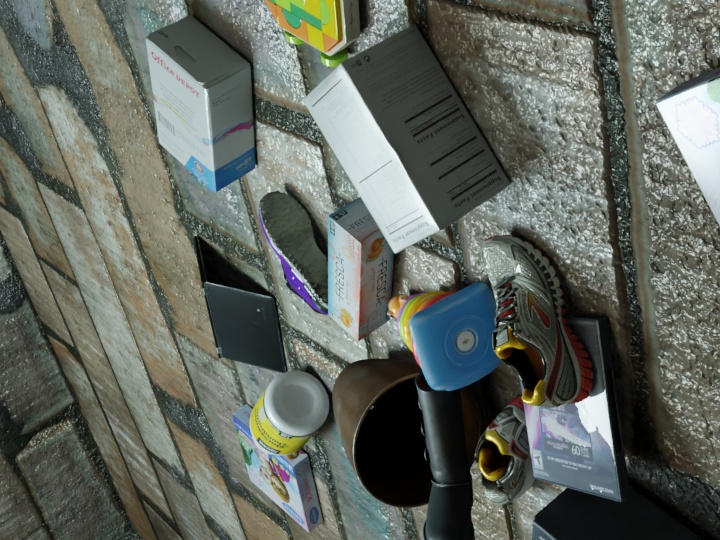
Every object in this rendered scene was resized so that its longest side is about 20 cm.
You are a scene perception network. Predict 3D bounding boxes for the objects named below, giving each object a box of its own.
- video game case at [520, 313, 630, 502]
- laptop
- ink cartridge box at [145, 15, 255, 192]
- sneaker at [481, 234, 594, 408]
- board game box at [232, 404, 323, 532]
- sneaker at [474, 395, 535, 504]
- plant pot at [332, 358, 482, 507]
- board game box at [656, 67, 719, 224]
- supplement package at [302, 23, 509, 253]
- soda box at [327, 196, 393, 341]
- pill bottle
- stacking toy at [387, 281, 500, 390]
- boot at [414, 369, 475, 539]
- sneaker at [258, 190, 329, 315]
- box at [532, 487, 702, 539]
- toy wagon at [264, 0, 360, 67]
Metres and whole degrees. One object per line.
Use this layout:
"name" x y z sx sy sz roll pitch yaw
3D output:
"video game case" 0.232 0.147 1.232 0.143 0.019 0.202 2 104 58
"laptop" -0.213 0.061 1.948 0.201 0.115 0.188 -109 11 -47
"ink cartridge box" -0.224 -0.236 1.569 0.144 0.084 0.201 41 150 27
"sneaker" 0.178 0.052 1.188 0.078 0.082 0.201 -49 59 53
"board game box" -0.163 0.391 2.181 0.200 0.041 0.201 32 144 40
"sneaker" 0.175 0.237 1.396 0.078 0.082 0.201 41 150 29
"plant pot" 0.040 0.197 1.523 0.200 0.186 0.188 33 148 64
"board game box" 0.345 -0.075 0.830 0.201 0.041 0.199 60 153 -5
"supplement package" 0.048 -0.139 1.193 0.201 0.109 0.114 59 153 -3
"soda box" 0.000 0.000 1.472 0.068 0.063 0.201 40 148 29
"pill bottle" -0.129 0.254 1.902 0.112 0.112 0.200 52 152 10
"stacking toy" 0.084 0.065 1.381 0.200 0.116 0.110 25 138 64
"boot" 0.104 0.228 1.363 0.165 0.065 0.201 -77 -17 -69
"sneaker" -0.093 -0.016 1.602 0.201 0.069 0.099 57 155 1
"box" 0.306 0.371 1.278 0.200 0.124 0.197 36 147 36
"toy wagon" -0.074 -0.329 1.271 0.200 0.039 0.156 36 146 35
